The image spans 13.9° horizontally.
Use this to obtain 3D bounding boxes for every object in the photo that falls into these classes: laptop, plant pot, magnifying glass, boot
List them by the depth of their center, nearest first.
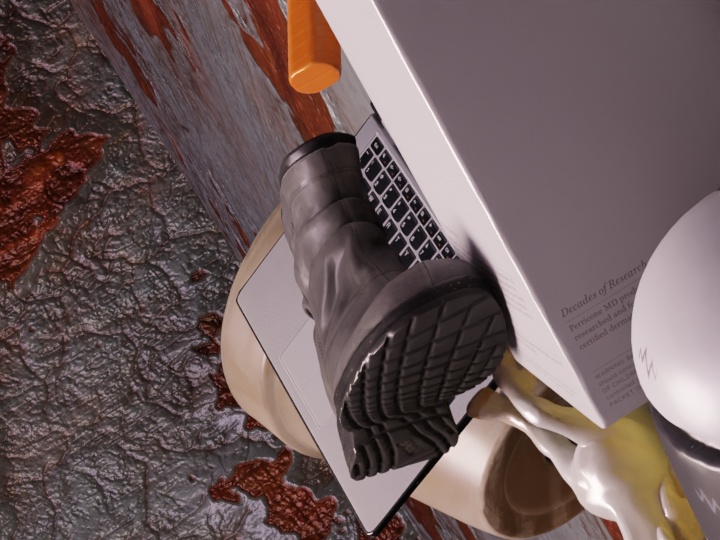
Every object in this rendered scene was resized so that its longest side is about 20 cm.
[{"bbox_3d":[0.000,0.000,1.217,0.200,0.069,0.132,114,139,-68],"label":"boot"},{"bbox_3d":[-0.022,-0.169,1.351,0.022,0.079,0.201,31,-135,-38],"label":"magnifying glass"},{"bbox_3d":[-0.009,-0.021,1.369,0.116,0.200,0.188,23,-156,-37],"label":"laptop"},{"bbox_3d":[0.053,0.047,1.560,0.173,0.200,0.200,42,165,36],"label":"plant pot"}]

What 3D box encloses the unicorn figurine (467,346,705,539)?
[{"bbox_3d":[0.115,0.080,1.273,0.137,0.200,0.074,36,143,22],"label":"unicorn figurine"}]

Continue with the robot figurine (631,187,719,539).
[{"bbox_3d":[0.170,0.055,1.003,0.150,0.125,0.201,-4,129,33],"label":"robot figurine"}]

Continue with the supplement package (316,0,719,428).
[{"bbox_3d":[0.079,-0.065,1.127,0.201,0.119,0.121,60,174,-17],"label":"supplement package"}]
